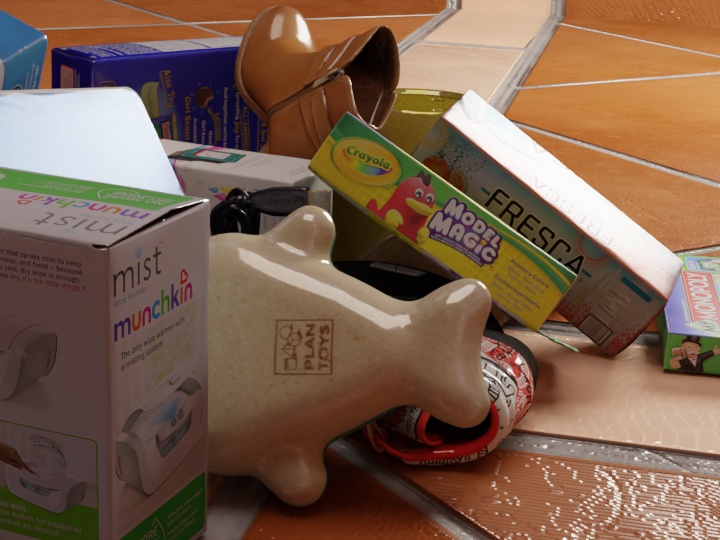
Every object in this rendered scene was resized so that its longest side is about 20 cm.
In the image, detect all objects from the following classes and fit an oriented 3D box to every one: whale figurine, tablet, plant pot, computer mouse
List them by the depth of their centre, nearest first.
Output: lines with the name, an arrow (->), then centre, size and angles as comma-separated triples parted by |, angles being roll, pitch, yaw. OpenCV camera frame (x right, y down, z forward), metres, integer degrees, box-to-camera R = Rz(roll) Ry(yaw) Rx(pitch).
whale figurine -> -0.023, 0.047, 0.765 | 0.200, 0.159, 0.104 | -3, -11, 17
tablet -> -0.167, -0.046, 0.824 | 0.014, 0.130, 0.200 | -27, -6, 28
computer mouse -> 0.000, 0.000, 0.903 | 0.200, 0.141, 0.046 | 9, 43, 18
plant pot -> 0.043, -0.065, 1.119 | 0.200, 0.142, 0.200 | 2, 17, -1

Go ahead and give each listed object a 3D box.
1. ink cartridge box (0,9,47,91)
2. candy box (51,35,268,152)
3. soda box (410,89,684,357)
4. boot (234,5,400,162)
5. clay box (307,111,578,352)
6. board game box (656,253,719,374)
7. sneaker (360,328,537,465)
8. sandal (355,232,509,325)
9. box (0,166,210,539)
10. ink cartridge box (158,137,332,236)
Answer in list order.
ink cartridge box -> -0.281, -0.060, 0.822 | 0.084, 0.145, 0.200 | 30, 38, 8
candy box -> -0.147, -0.101, 1.160 | 0.200, 0.169, 0.077 | -10, 23, -37
soda box -> 0.126, -0.034, 0.991 | 0.200, 0.064, 0.068 | 40, 32, 1
boot -> -0.027, -0.146, 1.065 | 0.074, 0.200, 0.155 | 14, -31, -30
clay box -> 0.062, -0.022, 0.910 | 0.200, 0.048, 0.115 | 35, 2, 0
board game box -> 0.284, 0.032, 1.037 | 0.134, 0.029, 0.200 | 6, 18, 7
sneaker -> 0.000, 0.060, 0.837 | 0.201, 0.067, 0.108 | 10, 16, 13
sandal -> 0.093, 0.010, 1.003 | 0.211, 0.078, 0.070 | -3, 18, -37
box -> -0.181, 0.044, 0.677 | 0.200, 0.177, 0.097 | 9, 19, 22
ink cartridge box -> -0.123, -0.028, 1.019 | 0.200, 0.116, 0.067 | 9, 19, 22
